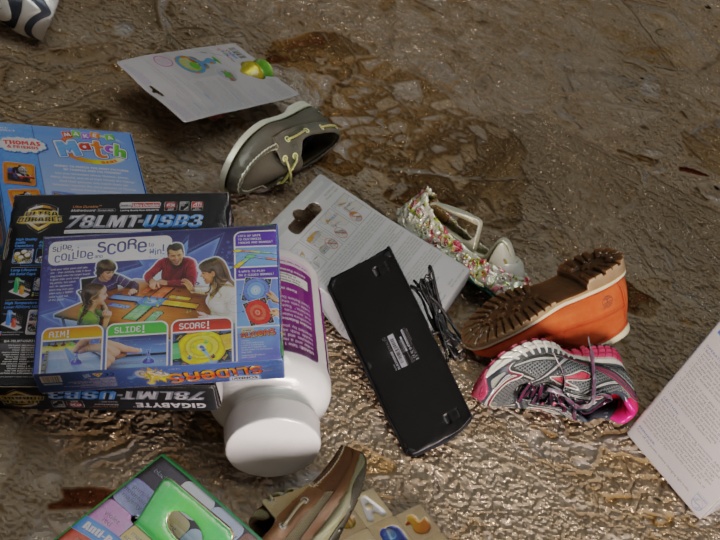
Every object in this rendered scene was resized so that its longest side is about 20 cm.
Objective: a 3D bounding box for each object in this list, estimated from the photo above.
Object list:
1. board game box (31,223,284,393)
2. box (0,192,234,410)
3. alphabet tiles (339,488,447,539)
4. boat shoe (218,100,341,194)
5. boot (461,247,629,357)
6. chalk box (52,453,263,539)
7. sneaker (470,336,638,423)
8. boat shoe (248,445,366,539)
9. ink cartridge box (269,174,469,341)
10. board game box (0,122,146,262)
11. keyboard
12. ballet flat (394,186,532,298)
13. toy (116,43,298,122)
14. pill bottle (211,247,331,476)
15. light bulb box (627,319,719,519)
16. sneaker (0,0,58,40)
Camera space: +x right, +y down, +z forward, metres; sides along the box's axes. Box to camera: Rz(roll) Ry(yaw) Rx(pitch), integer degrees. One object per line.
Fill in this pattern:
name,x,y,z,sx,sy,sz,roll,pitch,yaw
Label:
board game box,-0.165,0.029,1.046,0.200,0.034,0.136,-3,57,-2
box,-0.215,0.024,1.099,0.200,0.050,0.199,-1,56,0
alphabet tiles,0.030,0.280,1.080,0.166,0.006,0.200,-16,56,-40
boat shoe,-0.088,-0.132,1.404,0.060,0.072,0.202,31,35,11
boot,0.206,0.063,1.358,0.200,0.107,0.075,-23,28,-13
chalk box,-0.148,0.227,0.881,0.124,0.200,0.124,38,41,13
sneaker,0.205,0.119,1.295,0.200,0.081,0.075,1,49,-30
boat shoe,-0.055,0.213,1.042,0.074,0.076,0.200,27,39,5
ink cartridge box,0.000,0.000,1.334,0.200,0.057,0.163,29,40,9
board game box,-0.285,-0.065,1.246,0.151,0.037,0.200,2,48,-27
keyboard,0.052,0.076,1.239,0.200,0.104,0.040,65,8,17
ballet flat,0.128,-0.022,1.407,0.200,0.064,0.076,35,18,8
toy,-0.177,-0.207,1.454,0.115,0.047,0.200,40,37,20
pill bottle,-0.085,0.083,1.144,0.112,0.112,0.200,12,42,-19
light bulb box,0.421,0.128,1.313,0.198,0.200,0.125,-15,56,-40
sneaker,-0.410,-0.359,1.457,0.129,0.079,0.199,20,49,-23
